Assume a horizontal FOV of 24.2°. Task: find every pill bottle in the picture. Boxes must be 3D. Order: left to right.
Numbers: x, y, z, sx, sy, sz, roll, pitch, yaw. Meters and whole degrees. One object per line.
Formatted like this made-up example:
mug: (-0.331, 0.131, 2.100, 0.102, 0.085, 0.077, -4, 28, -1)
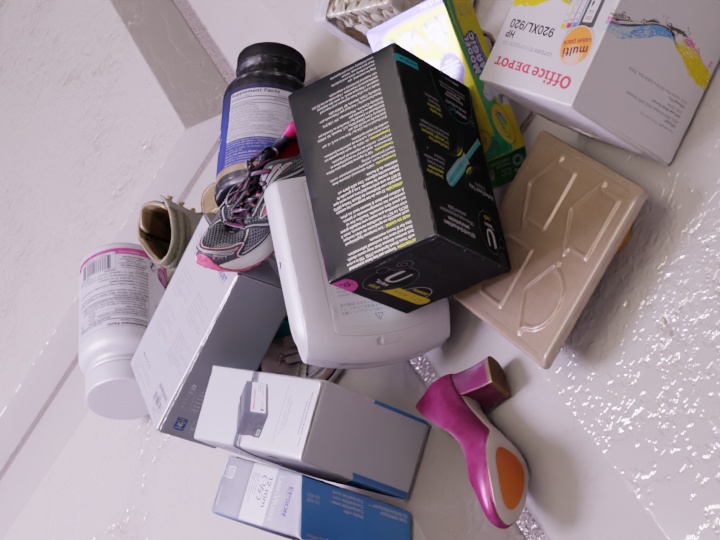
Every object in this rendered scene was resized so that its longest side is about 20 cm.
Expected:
pill bottle: (-0.295, 0.076, 2.090, 0.113, 0.113, 0.202, -36, 45, 35)
pill bottle: (-0.112, -0.165, 1.990, 0.111, 0.111, 0.202, -26, 51, 42)

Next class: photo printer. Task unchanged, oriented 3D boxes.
photo printer: (0.000, 0.000, 1.689, 0.070, 0.165, 0.202, 114, 145, -65)

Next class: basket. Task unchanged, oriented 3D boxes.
basket: (0.054, -0.346, 1.859, 0.123, 0.135, 0.202, -3, 68, 49)

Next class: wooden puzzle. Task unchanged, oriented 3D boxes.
wooden puzzle: (0.182, -0.019, 1.585, 0.186, 0.046, 0.200, -61, 31, 7)

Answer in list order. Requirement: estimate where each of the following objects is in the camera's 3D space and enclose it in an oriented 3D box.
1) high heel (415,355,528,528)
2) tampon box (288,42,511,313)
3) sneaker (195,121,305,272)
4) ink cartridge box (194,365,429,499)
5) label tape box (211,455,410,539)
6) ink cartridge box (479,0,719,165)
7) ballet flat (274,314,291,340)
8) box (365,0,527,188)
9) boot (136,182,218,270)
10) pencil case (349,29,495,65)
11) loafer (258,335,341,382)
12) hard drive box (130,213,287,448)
high heel: (0.096, 0.171, 1.555, 0.096, 0.067, 0.201, -33, 41, 24)
tampon box: (0.037, -0.083, 1.590, 0.125, 0.149, 0.202, -23, 66, 27)
sneaker: (-0.109, -0.077, 1.761, 0.080, 0.075, 0.200, 18, 54, 30)
ink cartridge box: (-0.053, 0.162, 1.696, 0.199, 0.144, 0.085, 3, 74, 53)
label tape box: (-0.030, 0.239, 1.624, 0.199, 0.142, 0.067, 2, 72, 53)
ink cartridge box: (0.236, -0.226, 1.541, 0.147, 0.144, 0.202, 27, 93, 54)
ballet flat: (-0.120, 0.057, 1.916, 0.199, 0.067, 0.063, -18, 47, 46)
box: (0.090, -0.172, 1.706, 0.117, 0.048, 0.202, -21, 93, 44)
boot: (-0.196, -0.055, 1.999, 0.072, 0.154, 0.201, -46, 40, 25)
pencil case: (0.058, -0.205, 1.818, 0.199, 0.078, 0.090, -11, 37, 49)
loafer: (-0.100, 0.113, 1.856, 0.199, 0.063, 0.073, -23, 53, 45)
hard drive box: (-0.165, 0.064, 1.829, 0.201, 0.076, 0.156, -62, 29, 16)
